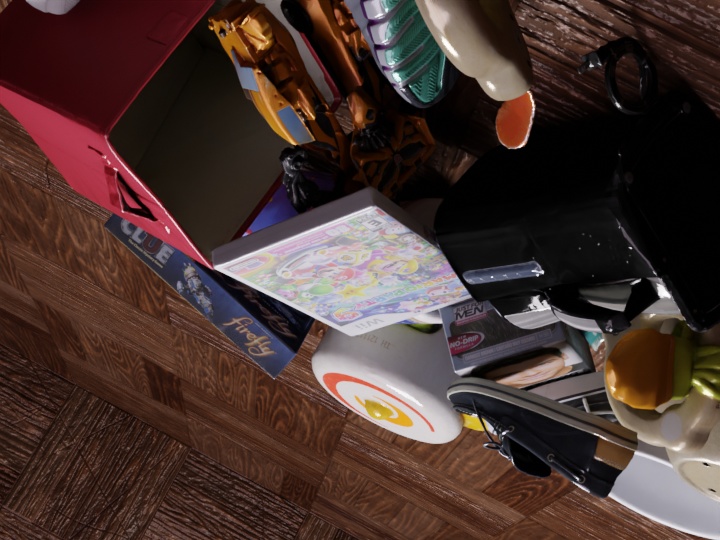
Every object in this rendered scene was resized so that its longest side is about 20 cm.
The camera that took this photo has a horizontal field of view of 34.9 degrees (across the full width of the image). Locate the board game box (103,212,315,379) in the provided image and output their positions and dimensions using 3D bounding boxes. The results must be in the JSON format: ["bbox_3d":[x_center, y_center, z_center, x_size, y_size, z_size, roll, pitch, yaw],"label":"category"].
[{"bbox_3d":[-0.131,0.001,1.055,0.200,0.035,0.136,42,-165,-5],"label":"board game box"}]

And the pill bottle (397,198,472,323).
[{"bbox_3d":[0.016,-0.006,1.084,0.111,0.112,0.199,40,157,-27],"label":"pill bottle"}]

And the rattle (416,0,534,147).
[{"bbox_3d":[0.103,-0.167,0.651,0.200,0.142,0.131,48,-166,-39],"label":"rattle"}]

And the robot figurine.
[{"bbox_3d":[-0.016,-0.125,0.814,0.058,0.145,0.201,16,147,51],"label":"robot figurine"}]

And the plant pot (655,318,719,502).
[{"bbox_3d":[0.324,0.119,0.942,0.198,0.135,0.201,24,159,10],"label":"plant pot"}]

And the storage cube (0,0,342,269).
[{"bbox_3d":[-0.154,-0.142,0.866,0.179,0.201,0.171,27,162,34],"label":"storage cube"}]

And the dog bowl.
[{"bbox_3d":[0.329,0.201,1.202,0.198,0.079,0.201,26,159,10],"label":"dog bowl"}]

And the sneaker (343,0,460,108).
[{"bbox_3d":[0.009,-0.197,0.743,0.087,0.074,0.201,36,161,40],"label":"sneaker"}]

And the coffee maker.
[{"bbox_3d":[0.156,-0.052,0.808,0.199,0.134,0.194,-6,101,56],"label":"coffee maker"}]

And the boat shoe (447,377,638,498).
[{"bbox_3d":[0.135,0.131,0.923,0.074,0.063,0.199,21,176,-37],"label":"boat shoe"}]

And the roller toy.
[{"bbox_3d":[0.047,0.100,1.249,0.199,0.141,0.182,38,158,-25],"label":"roller toy"}]

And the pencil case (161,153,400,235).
[{"bbox_3d":[-0.068,-0.052,0.961,0.197,0.088,0.078,11,-167,7],"label":"pencil case"}]

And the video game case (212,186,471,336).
[{"bbox_3d":[0.000,0.000,0.892,0.142,0.018,0.199,-20,153,25],"label":"video game case"}]

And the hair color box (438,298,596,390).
[{"bbox_3d":[0.147,0.068,1.032,0.098,0.061,0.200,-18,160,14],"label":"hair color box"}]

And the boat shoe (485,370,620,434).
[{"bbox_3d":[0.217,0.136,1.068,0.197,0.069,0.074,-13,161,1],"label":"boat shoe"}]

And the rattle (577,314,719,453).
[{"bbox_3d":[0.191,0.055,0.905,0.200,0.141,0.132,-127,38,-50],"label":"rattle"}]

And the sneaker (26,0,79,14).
[{"bbox_3d":[-0.134,-0.218,0.751,0.115,0.074,0.200,34,128,-16],"label":"sneaker"}]
